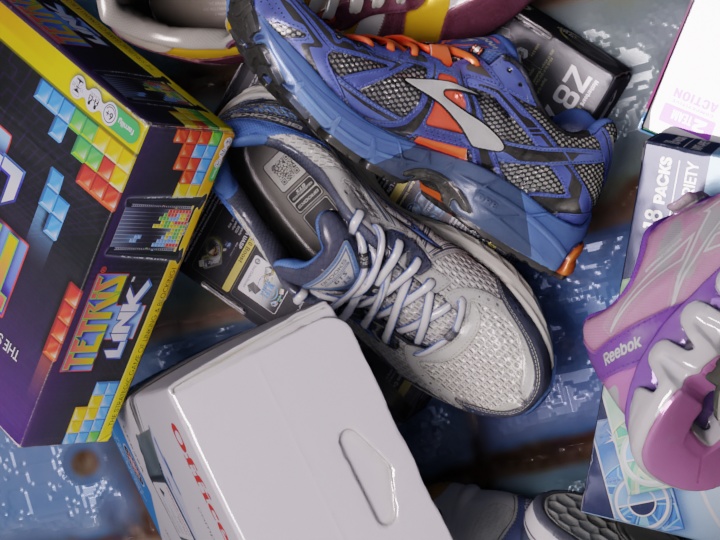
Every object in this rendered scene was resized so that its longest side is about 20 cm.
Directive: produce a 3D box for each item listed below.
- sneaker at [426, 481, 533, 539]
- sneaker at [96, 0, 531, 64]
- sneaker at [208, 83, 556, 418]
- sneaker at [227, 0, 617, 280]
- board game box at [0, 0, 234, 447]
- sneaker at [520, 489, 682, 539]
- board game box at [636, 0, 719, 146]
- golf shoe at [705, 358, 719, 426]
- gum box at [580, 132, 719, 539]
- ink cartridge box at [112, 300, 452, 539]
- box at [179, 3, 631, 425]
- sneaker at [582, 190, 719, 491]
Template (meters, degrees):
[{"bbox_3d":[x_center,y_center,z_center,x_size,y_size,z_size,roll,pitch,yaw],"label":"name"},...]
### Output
[{"bbox_3d":[0.064,0.205,0.930,0.088,0.075,0.201,3,101,17],"label":"sneaker"},{"bbox_3d":[-0.018,-0.124,0.841,0.199,0.090,0.075,-8,95,20],"label":"sneaker"},{"bbox_3d":[0.000,0.000,0.858,0.200,0.085,0.077,41,110,6],"label":"sneaker"},{"bbox_3d":[0.028,-0.074,0.821,0.200,0.075,0.079,30,94,-29],"label":"sneaker"},{"bbox_3d":[-0.164,-0.042,0.888,0.200,0.057,0.166,39,114,35],"label":"board game box"},{"bbox_3d":[0.131,0.202,0.888,0.202,0.077,0.146,33,110,-9],"label":"sneaker"},{"bbox_3d":[0.228,-0.126,0.835,0.153,0.040,0.201,25,106,13],"label":"board game box"},{"bbox_3d":[0.225,0.023,0.714,0.200,0.088,0.077,-41,124,-14],"label":"golf shoe"},{"bbox_3d":[0.208,0.043,0.827,0.199,0.045,0.171,12,103,16],"label":"gum box"},{"bbox_3d":[-0.040,0.104,0.878,0.086,0.200,0.147,-26,91,-16],"label":"ink cartridge box"},{"bbox_3d":[0.010,-0.053,0.917,0.161,0.049,0.201,34,107,12],"label":"box"},{"bbox_3d":[0.162,-0.012,0.772,0.200,0.080,0.088,-49,39,4],"label":"sneaker"}]
